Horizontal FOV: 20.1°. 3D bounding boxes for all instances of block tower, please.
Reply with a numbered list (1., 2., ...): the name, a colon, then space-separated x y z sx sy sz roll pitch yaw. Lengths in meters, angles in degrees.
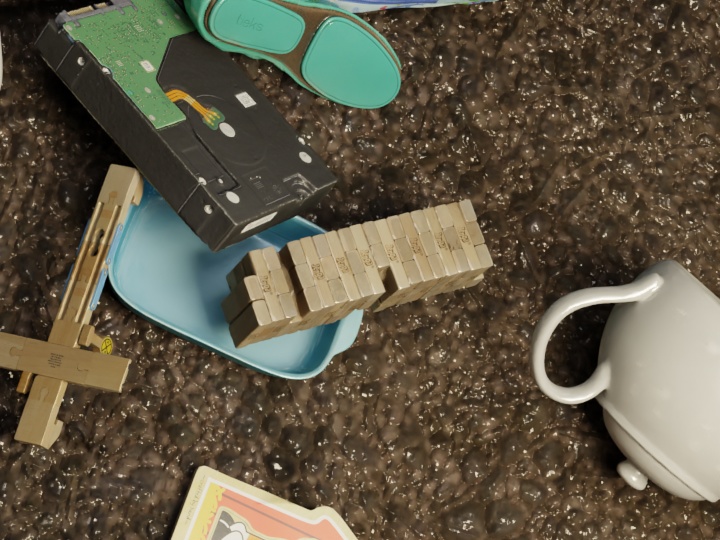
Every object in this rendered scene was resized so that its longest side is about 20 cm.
1. block tower: 0.000 0.000 1.440 0.198 0.058 0.054 -14 77 -28

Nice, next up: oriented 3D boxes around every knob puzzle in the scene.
1. knob puzzle: -0.050 0.251 1.386 0.217 0.030 0.222 8 69 -20

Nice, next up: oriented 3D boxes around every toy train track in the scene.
1. toy train track: -0.187 0.026 1.385 0.114 0.033 0.202 10 74 27

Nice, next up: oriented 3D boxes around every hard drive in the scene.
1. hard drive: -0.122 -0.110 1.438 0.200 0.038 0.139 49 33 9

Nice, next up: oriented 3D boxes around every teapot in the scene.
1. teapot: 0.240 0.098 1.494 0.146 0.197 0.200 -48 68 7

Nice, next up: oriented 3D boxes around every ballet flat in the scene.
1. ballet flat: -0.052 -0.181 1.512 0.199 0.068 0.070 20 20 -41

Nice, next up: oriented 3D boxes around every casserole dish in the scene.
1. casserole dish: -0.094 0.005 1.452 0.199 0.039 0.122 25 64 -11

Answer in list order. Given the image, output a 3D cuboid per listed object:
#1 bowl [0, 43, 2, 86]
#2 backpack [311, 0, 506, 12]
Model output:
1. bowl: -0.355 -0.179 1.392 0.198 0.075 0.202 -6 74 -23
2. backpack: 0.030 -0.272 1.556 0.199 0.153 0.165 -10 76 -47
